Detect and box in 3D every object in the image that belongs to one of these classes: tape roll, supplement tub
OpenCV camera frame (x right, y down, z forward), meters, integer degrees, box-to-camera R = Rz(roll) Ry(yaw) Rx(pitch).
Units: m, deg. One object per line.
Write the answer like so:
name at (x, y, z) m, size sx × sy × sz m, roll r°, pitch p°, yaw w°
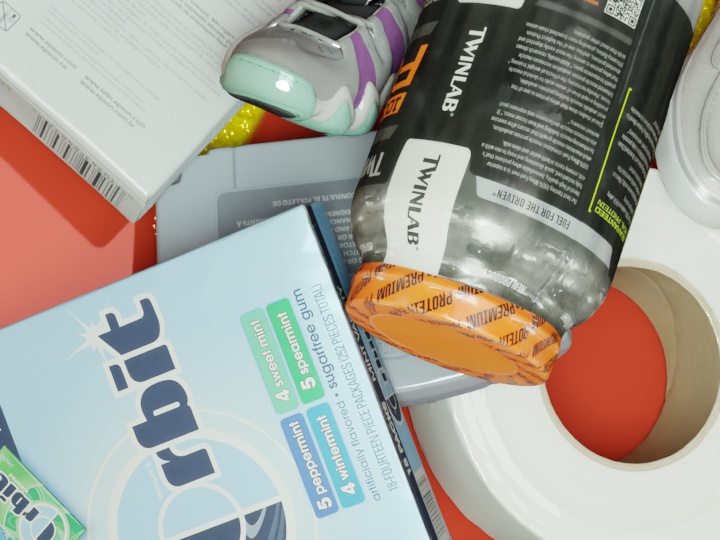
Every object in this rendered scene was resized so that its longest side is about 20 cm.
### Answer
tape roll at (0.125, 0.050, 1.091) m, size 0.200 × 0.071 × 0.205 m, roll 2°, pitch 83°, yaw -17°
supplement tub at (0.070, -0.059, 0.953) m, size 0.122 × 0.122 × 0.202 m, roll 23°, pitch 76°, yaw -13°

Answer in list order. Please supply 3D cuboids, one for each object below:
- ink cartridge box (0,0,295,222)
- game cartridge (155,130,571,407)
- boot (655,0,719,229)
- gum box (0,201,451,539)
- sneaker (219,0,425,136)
ink cartridge box at (-0.120, -0.160, 1.044) m, size 0.199 × 0.041 × 0.200 m, roll 41°, pitch 66°, yaw -2°
game cartridge at (0.000, 0.000, 1.030) m, size 0.198 × 0.041 × 0.135 m, roll -5°, pitch 69°, yaw 8°
boot at (0.214, -0.117, 1.091) m, size 0.073 × 0.096 × 0.201 m, roll 31°, pitch 52°, yaw -10°
gum box at (-0.080, 0.084, 0.990) m, size 0.198 × 0.045 × 0.171 m, roll -22°, pitch 90°, yaw 12°
sneaker at (0.005, -0.142, 1.007) m, size 0.077 × 0.200 × 0.141 m, roll 22°, pitch 106°, yaw 16°
